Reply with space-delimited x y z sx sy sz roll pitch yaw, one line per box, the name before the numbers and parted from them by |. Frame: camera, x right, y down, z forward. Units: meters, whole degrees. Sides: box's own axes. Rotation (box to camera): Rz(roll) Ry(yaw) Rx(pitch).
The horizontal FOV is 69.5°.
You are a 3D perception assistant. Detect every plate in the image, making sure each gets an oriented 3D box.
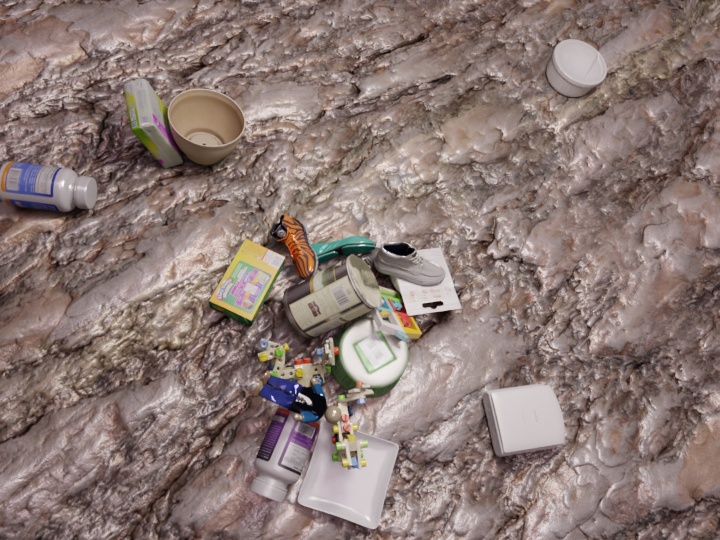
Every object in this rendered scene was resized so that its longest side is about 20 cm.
plate | -0.028 0.486 1.245 0.199 0.032 0.200 21 66 -4

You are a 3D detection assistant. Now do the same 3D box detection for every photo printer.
photo printer | 0.434 0.387 1.359 0.200 0.069 0.167 -3 70 -13

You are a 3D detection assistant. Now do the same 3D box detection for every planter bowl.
planter bowl | -0.430 -0.381 1.440 0.200 0.135 0.201 9 61 -17

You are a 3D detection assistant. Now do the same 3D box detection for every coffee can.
coffee can | -0.069 0.067 1.290 0.200 0.146 0.147 -27 73 19

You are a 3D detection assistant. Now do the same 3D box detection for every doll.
doll | -0.134 0.291 1.182 0.200 0.049 0.136 22 32 8

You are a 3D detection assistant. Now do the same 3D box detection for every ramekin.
ramekin | 0.026 0.217 1.325 0.200 0.098 0.200 4 68 -10
ramekin | 0.759 -0.710 1.845 0.202 0.094 0.203 4 67 -10

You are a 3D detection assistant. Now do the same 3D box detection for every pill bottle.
pill bottle | -0.788 -0.209 1.318 0.200 0.112 0.112 6 68 -10
pill bottle | -0.176 0.420 1.197 0.111 0.111 0.200 24 66 -2

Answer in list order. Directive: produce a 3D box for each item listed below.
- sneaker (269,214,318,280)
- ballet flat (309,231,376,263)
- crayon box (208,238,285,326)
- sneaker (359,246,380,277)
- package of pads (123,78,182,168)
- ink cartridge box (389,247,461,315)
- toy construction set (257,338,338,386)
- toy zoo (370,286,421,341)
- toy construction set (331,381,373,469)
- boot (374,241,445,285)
sneaker | -0.183 -0.065 1.368 0.112 0.078 0.200 28 31 -46
ballet flat | -0.059 -0.071 1.420 0.200 0.067 0.071 -14 68 2
crayon box | -0.293 0.030 1.355 0.119 0.058 0.200 25 66 -1
sneaker | 0.000 0.000 1.414 0.077 0.082 0.200 44 67 7
package of pads | -0.552 -0.392 1.391 0.068 0.200 0.155 -17 72 -2
ink cartridge box | 0.173 0.036 1.440 0.161 0.050 0.200 -7 62 -15
toy construction set | -0.148 0.225 1.276 0.200 0.092 0.131 -6 88 6
toy zoo | 0.079 0.111 1.339 0.131 0.020 0.200 17 30 -33
toy construction set | -0.027 0.360 1.207 0.092 0.131 0.200 11 65 -7
boot | 0.140 -0.022 1.384 0.200 0.096 0.074 10 57 -5
